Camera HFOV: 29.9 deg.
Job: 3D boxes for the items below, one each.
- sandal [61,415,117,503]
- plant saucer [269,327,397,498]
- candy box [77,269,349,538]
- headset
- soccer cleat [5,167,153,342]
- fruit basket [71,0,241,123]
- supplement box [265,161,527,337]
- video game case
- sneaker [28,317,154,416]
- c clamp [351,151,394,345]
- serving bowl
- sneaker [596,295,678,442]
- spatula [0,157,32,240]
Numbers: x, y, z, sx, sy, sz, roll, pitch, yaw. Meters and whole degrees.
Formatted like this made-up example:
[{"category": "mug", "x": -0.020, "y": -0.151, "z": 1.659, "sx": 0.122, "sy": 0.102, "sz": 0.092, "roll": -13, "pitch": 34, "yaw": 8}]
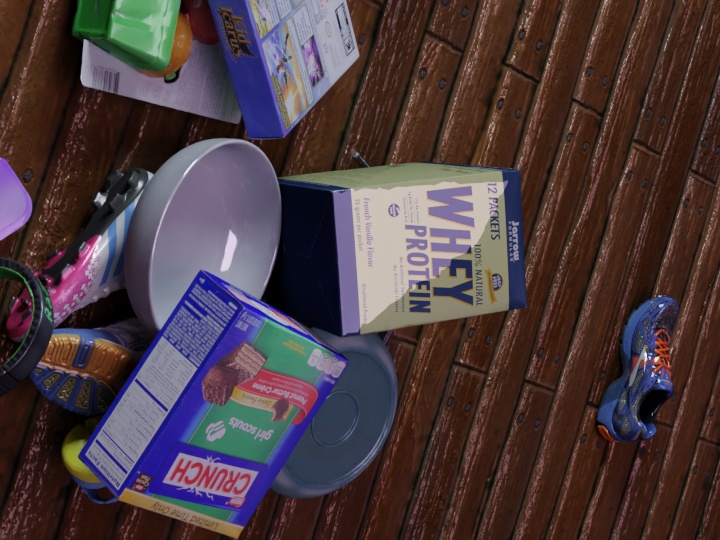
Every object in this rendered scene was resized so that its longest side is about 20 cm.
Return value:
[{"category": "sandal", "x": -0.206, "y": 0.157, "z": 1.302, "sx": 0.199, "sy": 0.079, "sz": 0.088, "roll": -29, "pitch": 149, "yaw": -37}, {"category": "plant saucer", "x": -0.033, "y": 0.154, "z": 1.441, "sx": 0.198, "sy": 0.027, "sz": 0.203, "roll": -15, "pitch": 115, "yaw": -34}, {"category": "candy box", "x": -0.128, "y": 0.125, "z": 1.216, "sx": 0.201, "sy": 0.077, "sz": 0.169, "roll": -56, "pitch": 140, "yaw": 3}, {"category": "headset", "x": -0.354, "y": 0.064, "z": 1.127, "sx": 0.199, "sy": 0.124, "sz": 0.094, "roll": -34, "pitch": 148, "yaw": -1}, {"category": "soccer cleat", "x": -0.237, "y": -0.001, "z": 1.237, "sx": 0.201, "sy": 0.069, "sz": 0.086, "roll": -54, "pitch": 125, "yaw": -17}, {"category": "fruit basket", "x": -0.169, "y": -0.244, "z": 1.248, "sx": 0.199, "sy": 0.093, "sz": 0.188, "roll": 6, "pitch": 96, "yaw": -54}, {"category": "supplement box", "x": 0.027, "y": -0.028, "z": 1.323, "sx": 0.197, "sy": 0.199, "sz": 0.136, "roll": -8, "pitch": 100, "yaw": -24}, {"category": "video game case", "x": -0.076, "y": -0.255, "z": 1.275, "sx": 0.182, "sy": 0.045, "sz": 0.202, "roll": -54, "pitch": 137, "yaw": -50}, {"category": "sneaker", "x": -0.225, "y": 0.083, "z": 1.246, "sx": 0.198, "sy": 0.088, "sz": 0.076, "roll": 16, "pitch": 114, "yaw": -39}, {"category": "c clamp", "x": 0.000, "y": 0.000, "z": 1.457, "sx": 0.170, "sy": 0.027, "sz": 0.202, "roll": 34, "pitch": 76, "yaw": -42}, {"category": "serving bowl", "x": -0.153, "y": -0.027, "z": 1.241, "sx": 0.200, "sy": 0.065, "sz": 0.203, "roll": -36, "pitch": 134, "yaw": -49}, {"category": "sneaker", "x": 0.375, "y": 0.131, "z": 1.740, "sx": 0.075, "sy": 0.078, "sz": 0.203, "roll": 18, "pitch": 88, "yaw": -39}, {"category": "spatula", "x": -0.345, "y": -0.121, "z": 1.160, "sx": 0.056, "sy": 0.020, "sz": 0.202, "roll": -35, "pitch": 118, "yaw": -26}]
